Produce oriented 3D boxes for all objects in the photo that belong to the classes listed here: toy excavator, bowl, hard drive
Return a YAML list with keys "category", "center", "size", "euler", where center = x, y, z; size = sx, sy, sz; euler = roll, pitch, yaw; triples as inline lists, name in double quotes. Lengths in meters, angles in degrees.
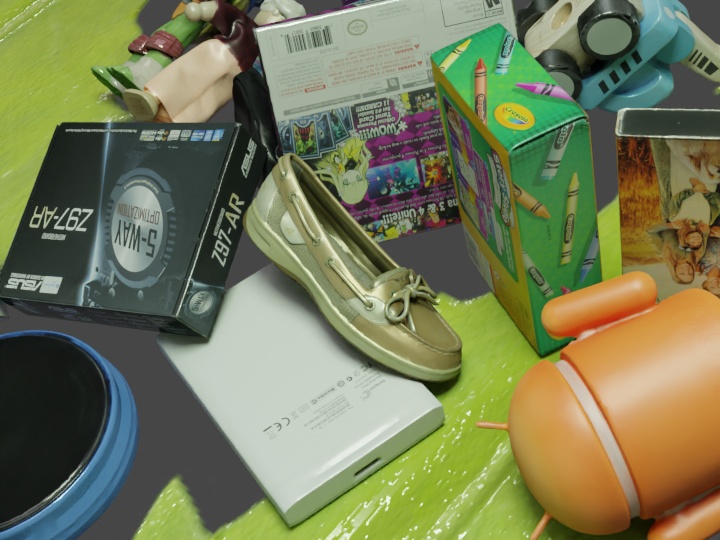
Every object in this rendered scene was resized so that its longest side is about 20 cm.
- category: "toy excavator"
  center: [0.256, -0.188, 0.984]
  size: [0.194, 0.199, 0.101]
  euler: [-41, 34, 35]
- category: "bowl"
  center: [-0.262, 0.126, 0.861]
  size: [0.198, 0.040, 0.202]
  euler: [-8, 46, 8]
- category: "hard drive"
  center: [-0.049, 0.078, 0.858]
  size: [0.131, 0.027, 0.200]
  euler: [-32, 48, -15]

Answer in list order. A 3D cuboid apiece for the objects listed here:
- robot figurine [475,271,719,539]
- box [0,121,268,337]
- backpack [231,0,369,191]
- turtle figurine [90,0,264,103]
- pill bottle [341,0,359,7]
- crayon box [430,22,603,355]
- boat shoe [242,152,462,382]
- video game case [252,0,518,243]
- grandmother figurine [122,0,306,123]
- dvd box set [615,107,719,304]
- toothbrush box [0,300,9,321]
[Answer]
- category: "robot figurine"
  center: [0.175, 0.085, 0.722]
  size: [0.199, 0.145, 0.117]
  euler: [-26, 32, -1]
- category: "box"
  center: [-0.183, -0.037, 0.932]
  size: [0.198, 0.044, 0.162]
  euler: [5, 69, 32]
- category: "backpack"
  center: [-0.002, -0.149, 0.994]
  size: [0.198, 0.155, 0.164]
  euler: [-10, 38, -11]
- category: "turtle figurine"
  center: [-0.187, -0.264, 1.112]
  size: [0.143, 0.200, 0.195]
  euler: [29, 76, 31]
- category: "pill bottle"
  center: [0.029, -0.285, 1.056]
  size: [0.111, 0.201, 0.113]
  euler: [-7, 45, 8]
- category: "crayon box"
  center: [0.111, -0.052, 0.815]
  size: [0.058, 0.201, 0.119]
  euler: [-24, 46, -7]
- category: "boat shoe"
  center: [0.001, -0.001, 0.849]
  size: [0.201, 0.063, 0.073]
  euler: [43, 29, 20]
- category: "video game case"
  center: [0.032, -0.119, 0.910]
  size: [0.198, 0.183, 0.036]
  euler: [-14, 16, -4]
- category: "grandmother figurine"
  center: [-0.123, -0.191, 1.072]
  size: [0.060, 0.122, 0.200]
  euler: [16, 48, 44]
- category: "dvd box set"
  center: [0.237, -0.013, 0.744]
  size: [0.145, 0.201, 0.030]
  euler: [5, 46, 19]
- category: "toothbrush box"
  center: [-0.402, -0.006, 0.940]
  size: [0.198, 0.085, 0.148]
  euler: [-15, 89, 2]
